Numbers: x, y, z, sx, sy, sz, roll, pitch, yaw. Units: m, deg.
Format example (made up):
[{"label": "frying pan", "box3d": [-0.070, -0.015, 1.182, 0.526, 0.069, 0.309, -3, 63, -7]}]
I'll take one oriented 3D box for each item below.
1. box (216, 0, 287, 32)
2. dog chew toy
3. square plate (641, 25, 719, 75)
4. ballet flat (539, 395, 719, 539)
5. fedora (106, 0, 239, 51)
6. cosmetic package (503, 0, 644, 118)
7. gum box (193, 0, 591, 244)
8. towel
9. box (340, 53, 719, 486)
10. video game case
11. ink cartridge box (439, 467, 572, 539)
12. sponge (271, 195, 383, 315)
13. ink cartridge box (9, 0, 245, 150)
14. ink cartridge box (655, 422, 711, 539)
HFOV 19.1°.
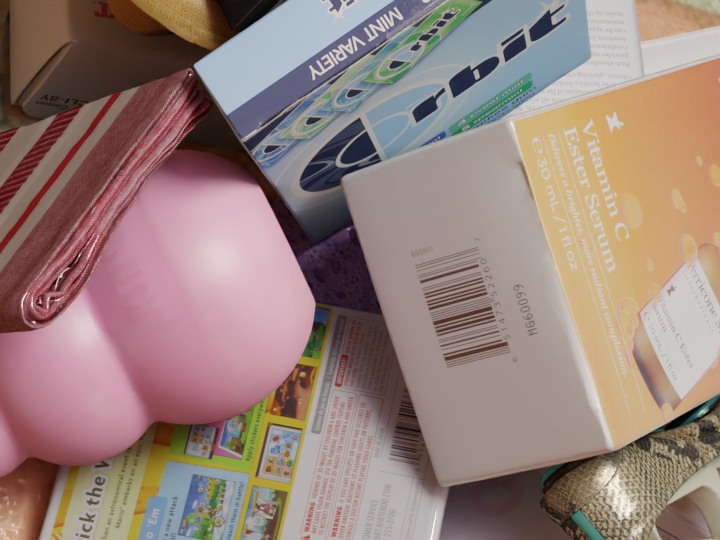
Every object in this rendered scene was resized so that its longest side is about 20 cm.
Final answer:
[{"label": "box", "box3d": [-0.009, -0.202, 0.991, 0.199, 0.049, 0.162, -18, 78, -41]}, {"label": "dog chew toy", "box3d": [-0.123, 0.029, 0.961, 0.199, 0.125, 0.125, -26, 83, -3]}, {"label": "square plate", "box3d": [0.238, -0.052, 1.283, 0.197, 0.028, 0.201, -15, 78, -34]}, {"label": "ballet flat", "box3d": [0.160, 0.101, 1.046, 0.075, 0.068, 0.200, 54, 36, 12]}, {"label": "fedora", "box3d": [-0.072, -0.170, 1.015, 0.200, 0.082, 0.202, 18, 55, -27]}, {"label": "cosmetic package", "box3d": [0.101, -0.095, 1.181, 0.101, 0.071, 0.201, 1, 69, -13]}, {"label": "gum box", "box3d": [0.023, -0.096, 0.977, 0.169, 0.200, 0.045, -34, 77, 0]}, {"label": "towel", "box3d": [-0.162, -0.015, 0.934, 0.023, 0.199, 0.144, 50, 52, -24]}, {"label": "box", "box3d": [0.110, -0.005, 1.013, 0.200, 0.106, 0.153, -21, 93, -48]}, {"label": "video game case", "box3d": [-0.051, 0.105, 0.998, 0.181, 0.023, 0.201, 10, 64, 6]}, {"label": "ink cartridge box", "box3d": [0.080, 0.166, 1.012, 0.162, 0.199, 0.057, -40, 131, -36]}, {"label": "sponge", "box3d": [0.000, 0.000, 1.077, 0.111, 0.030, 0.201, 22, 67, 12]}, {"label": "ink cartridge box", "box3d": [-0.101, -0.177, 1.103, 0.144, 0.083, 0.201, 7, 67, -27]}, {"label": "ink cartridge box", "box3d": [0.177, 0.099, 1.159, 0.199, 0.067, 0.118, 32, 57, -16]}]
